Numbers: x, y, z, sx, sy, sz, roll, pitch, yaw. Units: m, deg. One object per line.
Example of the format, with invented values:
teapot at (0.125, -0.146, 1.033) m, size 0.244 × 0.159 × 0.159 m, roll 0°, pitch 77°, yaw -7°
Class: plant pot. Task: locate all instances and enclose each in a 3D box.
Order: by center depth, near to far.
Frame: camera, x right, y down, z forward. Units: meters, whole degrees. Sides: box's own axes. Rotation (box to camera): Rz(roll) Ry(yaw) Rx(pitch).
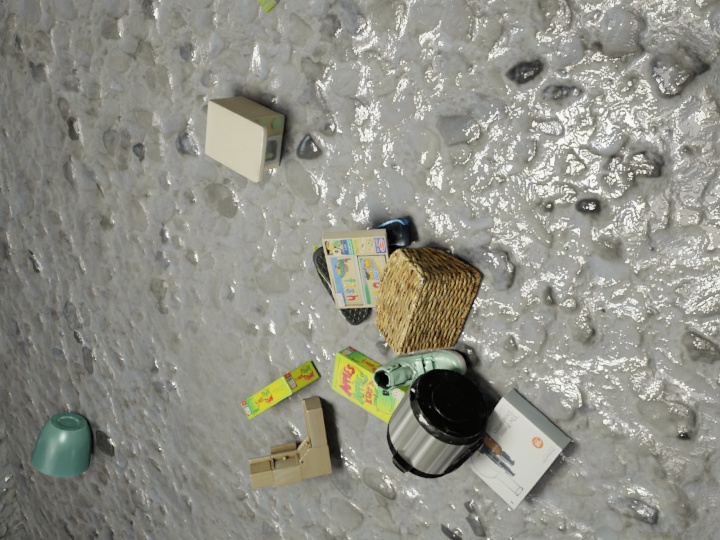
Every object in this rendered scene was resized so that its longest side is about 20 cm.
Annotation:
plant pot at (-1.039, 0.599, 2.688) m, size 0.200 × 0.200 × 0.162 m, roll 26°, pitch 109°, yaw 31°

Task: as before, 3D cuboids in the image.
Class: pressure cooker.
pressure cooker at (0.149, 0.319, 1.557) m, size 0.180 × 0.174 × 0.201 m, roll -99°, pitch 27°, yaw -42°

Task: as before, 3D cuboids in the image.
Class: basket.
basket at (0.128, 0.053, 1.563) m, size 0.143 × 0.148 × 0.201 m, roll 53°, pitch 137°, yaw 45°

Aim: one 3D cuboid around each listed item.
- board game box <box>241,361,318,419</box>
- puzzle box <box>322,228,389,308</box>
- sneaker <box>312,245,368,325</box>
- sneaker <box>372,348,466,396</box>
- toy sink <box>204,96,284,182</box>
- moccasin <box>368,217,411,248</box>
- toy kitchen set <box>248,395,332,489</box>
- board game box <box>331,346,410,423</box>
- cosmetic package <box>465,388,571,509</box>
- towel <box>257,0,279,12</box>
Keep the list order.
board game box at (-0.203, 0.300, 1.913) m, size 0.200 × 0.101 × 0.048 m, roll -36°, pitch 83°, yaw 42°
puzzle box at (0.000, 0.000, 1.603) m, size 0.132 × 0.026 × 0.201 m, roll -3°, pitch 132°, yaw 9°
sneaker at (-0.046, 0.028, 1.730) m, size 0.201 × 0.071 × 0.083 m, roll 62°, pitch 170°, yaw -5°
sneaker at (0.119, 0.220, 1.608) m, size 0.199 × 0.118 × 0.074 m, roll -11°, pitch 97°, yaw 41°
toy sink at (-0.247, -0.300, 1.737) m, size 0.199 × 0.112 × 0.132 m, roll 30°, pitch 123°, yaw 35°
moccasin at (0.022, -0.048, 1.618) m, size 0.199 × 0.080 × 0.069 m, roll -24°, pitch 83°, yaw 44°
toy kitchen set at (-0.189, 0.416, 1.924) m, size 0.163 × 0.198 × 0.182 m, roll -128°, pitch 29°, yaw -74°
board game box at (0.027, 0.266, 1.751) m, size 0.199 × 0.047 × 0.103 m, roll 26°, pitch 121°, yaw 31°
cosmetic package at (0.309, 0.361, 1.546) m, size 0.150 × 0.052 × 0.201 m, roll 39°, pitch 127°, yaw 20°
towel at (-0.172, -0.654, 1.604) m, size 0.199 × 0.023 × 0.145 m, roll -29°, pitch 87°, yaw 43°
